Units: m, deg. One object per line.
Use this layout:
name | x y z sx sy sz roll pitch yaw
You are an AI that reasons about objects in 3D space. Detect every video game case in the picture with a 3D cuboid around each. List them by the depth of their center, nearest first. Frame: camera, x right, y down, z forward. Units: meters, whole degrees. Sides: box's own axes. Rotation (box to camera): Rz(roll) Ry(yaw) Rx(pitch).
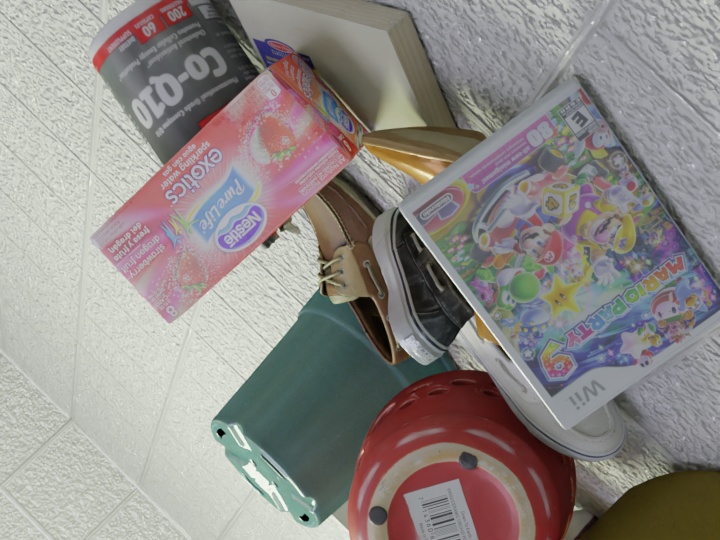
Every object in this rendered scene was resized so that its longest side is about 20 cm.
video game case | 0.140 -0.008 1.035 0.200 0.143 0.018 52 -175 -17

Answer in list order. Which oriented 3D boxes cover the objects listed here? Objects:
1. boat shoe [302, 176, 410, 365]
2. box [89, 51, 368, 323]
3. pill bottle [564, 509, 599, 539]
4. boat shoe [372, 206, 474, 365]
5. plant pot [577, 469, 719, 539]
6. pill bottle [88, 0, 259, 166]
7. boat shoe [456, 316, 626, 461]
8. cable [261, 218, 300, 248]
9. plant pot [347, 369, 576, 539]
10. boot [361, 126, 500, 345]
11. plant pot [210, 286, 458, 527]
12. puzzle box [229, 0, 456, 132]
boat shoe | 0.000 0.000 1.394 0.200 0.074 0.076 53 158 -14
box | -0.099 -0.065 1.195 0.095 0.200 0.103 47 -163 -5
pill bottle | 0.219 0.304 1.487 0.200 0.114 0.114 41 159 13
boat shoe | 0.060 0.001 1.243 0.072 0.071 0.200 46 -163 -29
plant pot | 0.269 0.278 1.257 0.194 0.195 0.200 57 164 -27
pill bottle | -0.130 -0.132 1.301 0.200 0.114 0.114 55 159 3
boat shoe | 0.146 0.074 1.272 0.200 0.071 0.070 50 163 8
cable | -0.124 -0.092 1.442 0.200 0.050 0.097 45 171 37
plant pot | 0.089 0.198 1.339 0.200 0.200 0.183 46 -172 0
boot | 0.084 -0.021 1.107 0.201 0.071 0.144 15 115 30
plant pot | -0.031 0.138 1.540 0.200 0.196 0.200 38 159 18
puzzle box | -0.015 -0.159 1.200 0.200 0.025 0.133 25 151 44
